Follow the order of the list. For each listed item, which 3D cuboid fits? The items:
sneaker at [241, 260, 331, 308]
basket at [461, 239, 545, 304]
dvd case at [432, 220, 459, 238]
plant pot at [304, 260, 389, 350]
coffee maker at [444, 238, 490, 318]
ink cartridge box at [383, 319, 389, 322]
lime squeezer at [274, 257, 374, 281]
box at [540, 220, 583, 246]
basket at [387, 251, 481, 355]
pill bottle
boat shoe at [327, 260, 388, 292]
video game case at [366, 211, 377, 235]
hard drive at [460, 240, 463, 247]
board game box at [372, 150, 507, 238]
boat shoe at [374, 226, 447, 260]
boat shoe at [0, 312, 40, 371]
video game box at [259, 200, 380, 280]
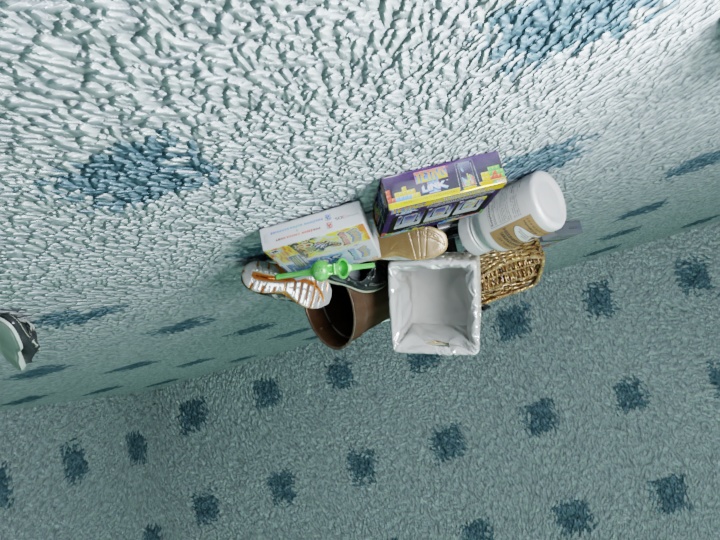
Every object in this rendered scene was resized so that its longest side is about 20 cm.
[{"bbox_3d":[-0.151,0.026,1.236,0.195,0.081,0.077,18,167,-23],"label":"sneaker"},{"bbox_3d":[0.369,-0.005,1.543,0.194,0.154,0.143,-16,177,-8],"label":"basket"},{"bbox_3d":[0.253,-0.110,1.369,0.194,0.025,0.150,-15,171,-4],"label":"dvd case"},{"bbox_3d":[-0.005,0.061,1.452,0.195,0.206,0.199,-16,173,-38],"label":"plant pot"},{"bbox_3d":[0.209,0.022,1.498,0.187,0.206,0.134,-18,172,21],"label":"coffee maker"},{"bbox_3d":[-0.007,0.080,1.641,0.194,0.085,0.146,-12,-150,-14],"label":"ink cartridge box"},{"bbox_3d":[-0.054,0.003,1.108,0.194,0.039,0.071,-8,163,-19],"label":"lime squeezer"},{"bbox_3d":[0.554,-0.096,1.864,0.153,0.042,0.198,-7,168,-41],"label":"box"},{"bbox_3d":[0.172,0.067,1.343,0.192,0.207,0.161,-1,-171,17],"label":"basket"},{"bbox_3d":[0.292,-0.103,1.196,0.112,0.118,0.198,-6,167,-42],"label":"pill bottle"},{"bbox_3d":[0.000,-0.002,1.312,0.195,0.077,0.065,15,154,-35],"label":"boat shoe"},{"bbox_3d":[-0.030,-0.067,1.184,0.195,0.018,0.143,-19,170,19],"label":"video game case"},{"bbox_3d":[0.327,-0.086,1.538,0.128,0.026,0.200,-18,177,15],"label":"hard drive"},{"bbox_3d":[0.123,-0.122,1.010,0.194,0.058,0.166,-14,168,-7],"label":"board game box"},{"bbox_3d":[0.084,-0.058,1.274,0.193,0.073,0.069,-2,-177,8],"label":"boat shoe"},{"bbox_3d":[-0.646,0.122,1.148,0.061,0.075,0.200,-54,-175,-36],"label":"boat shoe"},{"bbox_3d":[-0.064,-0.047,1.088,0.177,0.048,0.200,-18,162,7],"label":"video game box"}]
